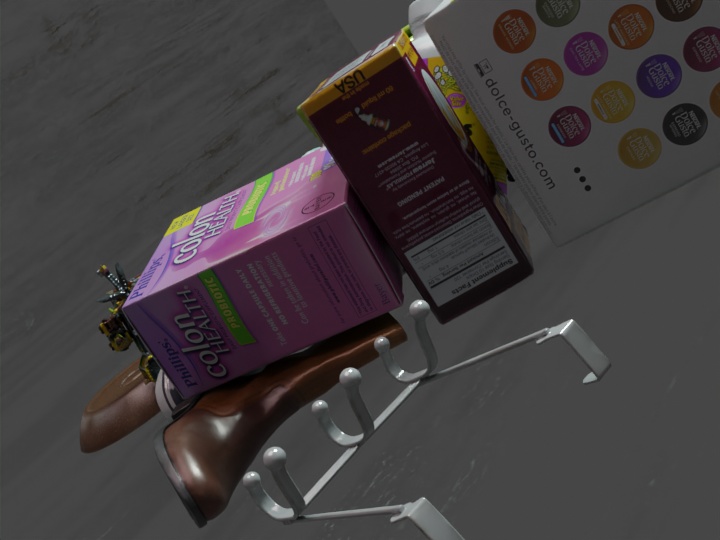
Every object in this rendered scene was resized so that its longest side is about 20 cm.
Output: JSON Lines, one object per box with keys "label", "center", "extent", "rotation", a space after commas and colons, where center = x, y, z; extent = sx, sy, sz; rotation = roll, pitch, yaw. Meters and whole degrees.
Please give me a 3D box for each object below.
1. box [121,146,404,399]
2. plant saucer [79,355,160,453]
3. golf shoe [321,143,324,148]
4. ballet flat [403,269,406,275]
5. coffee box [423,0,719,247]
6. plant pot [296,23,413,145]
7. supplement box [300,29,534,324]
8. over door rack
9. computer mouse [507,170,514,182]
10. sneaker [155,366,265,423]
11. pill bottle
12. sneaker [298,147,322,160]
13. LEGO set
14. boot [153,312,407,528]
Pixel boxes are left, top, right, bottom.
{"label": "box", "center": [-0.071, -0.010, 0.770], "extent": [0.199, 0.097, 0.176], "rotation": [-25, 22, 15]}
{"label": "plant saucer", "center": [-0.262, 0.138, 1.100], "extent": [0.200, 0.037, 0.200], "rotation": [-32, 14, 9]}
{"label": "golf shoe", "center": [-0.011, -0.078, 0.894], "extent": [0.088, 0.077, 0.201], "rotation": [-72, -5, -59]}
{"label": "ballet flat", "center": [0.000, 0.000, 0.878], "extent": [0.200, 0.067, 0.062], "rotation": [-45, 5, -38]}
{"label": "coffee box", "center": [0.195, -0.178, 0.715], "extent": [0.197, 0.200, 0.200], "rotation": [-28, 14, 24]}
{"label": "plant pot", "center": [0.081, -0.179, 1.036], "extent": [0.199, 0.182, 0.200], "rotation": [-41, 14, -25]}
{"label": "supplement box", "center": [0.048, -0.075, 0.716], "extent": [0.085, 0.200, 0.110], "rotation": [-30, 14, 16]}
{"label": "over door rack", "center": [0.023, 0.082, 0.528], "extent": [0.148, 0.067, 0.200], "rotation": [-44, 16, -29]}
{"label": "computer mouse", "center": [0.218, -0.162, 0.941], "extent": [0.109, 0.044, 0.200], "rotation": [-25, 17, 39]}
{"label": "sneaker", "center": [-0.121, 0.073, 0.885], "extent": [0.079, 0.079, 0.200], "rotation": [-34, 11, 31]}
{"label": "pill bottle", "center": [0.084, -0.151, 0.864], "extent": [0.104, 0.201, 0.104], "rotation": [-1, -4, 0]}
{"label": "sneaker", "center": [-0.105, -0.082, 1.319], "extent": [0.140, 0.078, 0.201], "rotation": [-28, 31, 48]}
{"label": "LEGO set", "center": [-0.176, 0.035, 0.987], "extent": [0.199, 0.154, 0.116], "rotation": [-25, 10, -22]}
{"label": "boot", "center": [-0.049, 0.102, 0.701], "extent": [0.199, 0.069, 0.188], "rotation": [-28, 6, 1]}
